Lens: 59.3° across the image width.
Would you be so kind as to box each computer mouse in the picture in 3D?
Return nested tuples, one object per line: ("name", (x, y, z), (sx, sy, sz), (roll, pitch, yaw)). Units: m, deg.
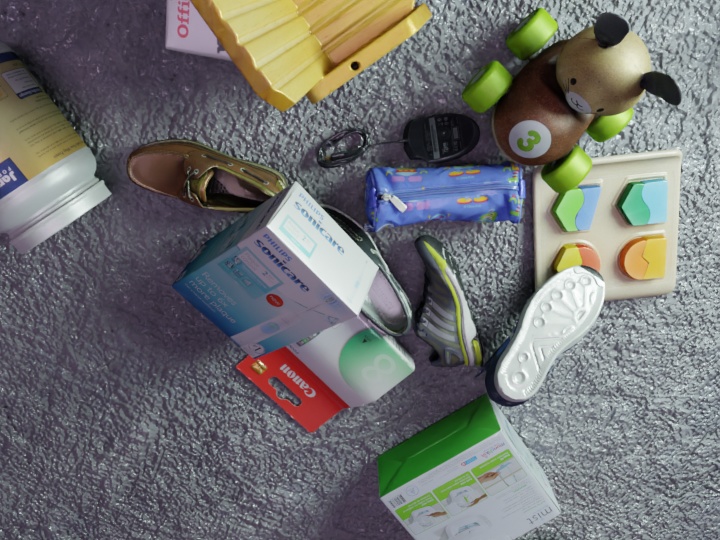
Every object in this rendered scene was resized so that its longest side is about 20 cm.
("computer mouse", (0.045, -0.151, 0.767), (0.199, 0.034, 0.059), (-5, 84, 9))

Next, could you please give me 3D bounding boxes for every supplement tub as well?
("supplement tub", (-0.394, -0.133, 0.709), (0.144, 0.145, 0.200), (-30, 109, 11))

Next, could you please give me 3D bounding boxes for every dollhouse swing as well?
("dollhouse swing", (-0.045, -0.266, 0.552), (0.181, 0.176, 0.200), (-32, 108, 10))

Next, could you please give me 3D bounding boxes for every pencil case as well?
("pencil case", (0.100, -0.090, 0.762), (0.199, 0.087, 0.079), (-3, 96, 0))

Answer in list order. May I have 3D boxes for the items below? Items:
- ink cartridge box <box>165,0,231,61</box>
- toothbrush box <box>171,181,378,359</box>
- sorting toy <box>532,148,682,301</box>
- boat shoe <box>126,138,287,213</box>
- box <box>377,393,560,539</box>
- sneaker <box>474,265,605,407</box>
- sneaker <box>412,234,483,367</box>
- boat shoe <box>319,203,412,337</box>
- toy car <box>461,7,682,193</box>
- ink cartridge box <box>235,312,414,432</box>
("ink cartridge box", (-0.099, -0.296, 0.678), (0.199, 0.086, 0.148), (7, 112, -5))
("toothbrush box", (-0.102, 0.008, 0.750), (0.199, 0.085, 0.146), (-25, 118, 39))
("sorting toy", (0.315, -0.046, 0.807), (0.184, 0.037, 0.201), (-6, 112, 2))
("boat shoe", (-0.187, -0.112, 0.760), (0.199, 0.068, 0.072), (7, 112, -3))
("box", (0.154, 0.312, 0.917), (0.200, 0.097, 0.177), (-34, 109, 12))
("sneaker", (0.231, 0.089, 0.829), (0.080, 0.146, 0.200), (35, 83, 11))
("sneaker", (0.102, 0.049, 0.827), (0.081, 0.074, 0.201), (-17, 109, 10))
("boat shoe", (0.000, 0.000, 0.802), (0.076, 0.060, 0.200), (-43, 100, 8))
("toy car", (0.231, -0.187, 0.648), (0.164, 0.200, 0.158), (41, 84, -12))
("ink cartridge box", (-0.051, 0.133, 0.871), (0.200, 0.050, 0.161), (-41, 107, 12))
